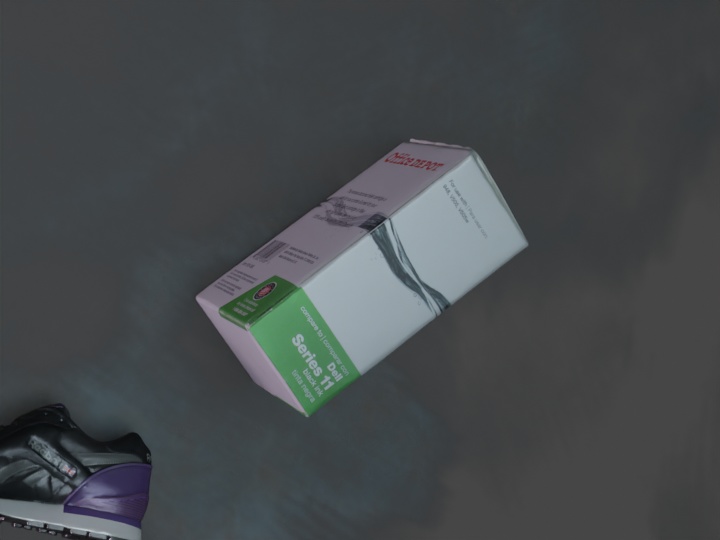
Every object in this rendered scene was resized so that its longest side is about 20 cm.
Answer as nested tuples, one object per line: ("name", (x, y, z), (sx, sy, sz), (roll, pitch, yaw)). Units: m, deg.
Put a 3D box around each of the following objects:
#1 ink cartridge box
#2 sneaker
("ink cartridge box", (0.000, 0.000, 1.403), (0.200, 0.147, 0.083), (-37, 106, -10))
("sneaker", (-0.242, 0.131, 1.388), (0.199, 0.076, 0.088), (16, 76, -22))
